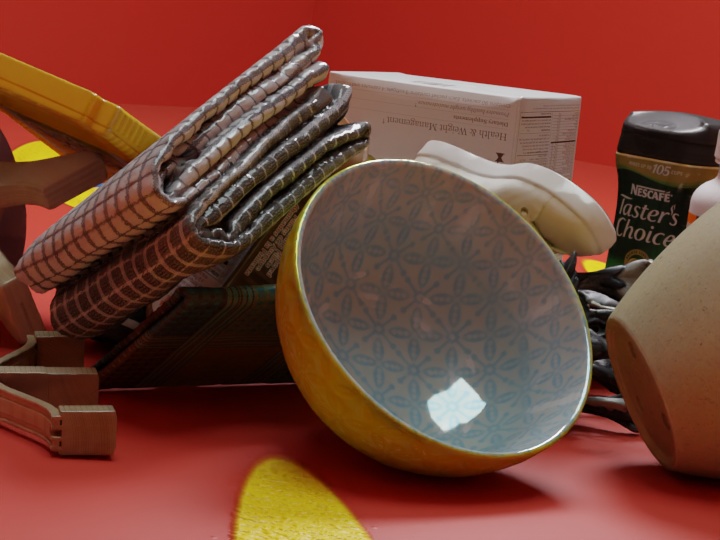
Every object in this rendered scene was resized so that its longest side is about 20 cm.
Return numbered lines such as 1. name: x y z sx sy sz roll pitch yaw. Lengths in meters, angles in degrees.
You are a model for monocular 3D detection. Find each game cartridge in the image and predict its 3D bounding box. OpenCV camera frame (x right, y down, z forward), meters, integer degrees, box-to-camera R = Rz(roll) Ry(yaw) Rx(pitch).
1. game cartridge: -0.188 -0.093 1.369 0.176 0.032 0.200 24 -7 35

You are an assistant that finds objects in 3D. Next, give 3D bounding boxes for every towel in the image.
1. towel: -0.100 -0.049 1.200 0.166 0.086 0.200 -31 10 46
2. towel: -0.059 0.040 1.227 0.200 0.022 0.147 0 -25 -36

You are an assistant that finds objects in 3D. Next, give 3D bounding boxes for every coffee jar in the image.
1. coffee jar: 0.259 -0.033 1.607 0.085 0.200 0.104 -1 11 -42

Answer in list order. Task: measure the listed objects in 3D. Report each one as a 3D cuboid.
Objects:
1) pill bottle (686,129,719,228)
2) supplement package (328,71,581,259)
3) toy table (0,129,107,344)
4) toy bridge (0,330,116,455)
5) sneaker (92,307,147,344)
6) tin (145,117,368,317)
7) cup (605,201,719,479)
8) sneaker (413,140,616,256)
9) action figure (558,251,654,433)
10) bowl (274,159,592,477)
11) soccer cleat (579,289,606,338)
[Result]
1. pill bottle: 0.293 -0.001 1.413 0.113 0.200 0.113 6 8 -1
2. supplement package: 0.075 -0.068 1.710 0.191 0.200 0.147 10 9 27
3. toy table: -0.279 -0.043 1.333 0.184 0.200 0.117 -41 37 -17
4. toy bridge: -0.190 0.070 1.141 0.067 0.027 0.200 1 12 -15
5. sneaker: -0.138 0.011 1.406 0.072 0.083 0.200 10 9 26
6. tin: -0.073 -0.028 1.308 0.042 0.200 0.112 38 -3 -25
7. cup: 0.235 0.050 1.168 0.143 0.201 0.200 -20 13 -8
8. sneaker: 0.092 -0.029 1.332 0.200 0.085 0.073 19 -29 52
9. action figure: 0.170 0.048 1.301 0.102 0.119 0.200 4 2 17
10. bowl: 0.026 0.046 1.132 0.200 0.200 0.108 1 -32 -34
11. soccer cleat: 0.121 0.024 1.437 0.200 0.068 0.073 24 -29 -15
